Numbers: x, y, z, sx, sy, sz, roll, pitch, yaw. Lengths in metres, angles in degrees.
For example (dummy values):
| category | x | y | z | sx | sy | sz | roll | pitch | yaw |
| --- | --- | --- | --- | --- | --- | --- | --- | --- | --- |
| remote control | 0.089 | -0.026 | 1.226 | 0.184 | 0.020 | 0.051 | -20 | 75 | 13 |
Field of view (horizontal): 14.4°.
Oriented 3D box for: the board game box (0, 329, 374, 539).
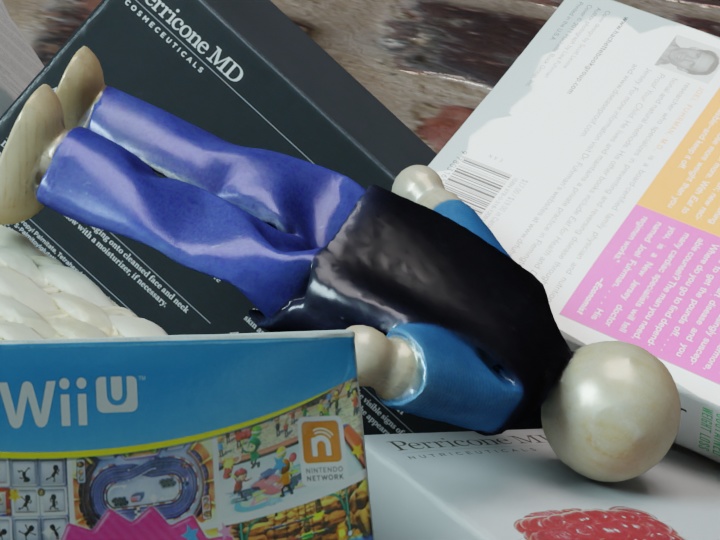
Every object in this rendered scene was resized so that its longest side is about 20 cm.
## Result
| category | x | y | z | sx | sy | sz | roll | pitch | yaw |
| --- | --- | --- | --- | --- | --- | --- | --- | --- | --- |
| board game box | -0.067 | 0.116 | 0.589 | 0.147 | 0.201 | 0.064 | -1 | -10 | -34 |

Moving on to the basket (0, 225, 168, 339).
| category | x | y | z | sx | sy | sz | roll | pitch | yaw |
| --- | --- | --- | --- | --- | --- | --- | --- | --- | --- |
| basket | -0.141 | 0.087 | 0.723 | 0.198 | 0.162 | 0.200 | -1 | 21 | -37 |

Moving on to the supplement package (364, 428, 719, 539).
| category | x | y | z | sx | sy | sz | roll | pitch | yaw |
| --- | --- | --- | --- | --- | --- | --- | --- | --- | --- |
| supplement package | 0.084 | 0.133 | 0.780 | 0.121 | 0.120 | 0.200 | 0 | 19 | -31 |

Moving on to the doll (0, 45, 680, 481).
| category | x | y | z | sx | sy | sz | roll | pitch | yaw |
| --- | --- | --- | --- | --- | --- | --- | --- | --- | --- |
| doll | 0.000 | 0.000 | 0.803 | 0.199 | 0.049 | 0.137 | 26 | 24 | 3 |

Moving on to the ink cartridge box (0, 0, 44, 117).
| category | x | y | z | sx | sy | sz | roll | pitch | yaw |
| --- | --- | --- | --- | --- | --- | --- | --- | --- | --- |
| ink cartridge box | -0.175 | -0.102 | 1.060 | 0.200 | 0.050 | 0.161 | 52 | 5 | 40 |

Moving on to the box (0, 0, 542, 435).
| category | x | y | z | sx | sy | sz | roll | pitch | yaw |
| --- | --- | --- | --- | --- | --- | --- | --- | --- | --- |
| box | -0.036 | 0.005 | 0.957 | 0.200 | 0.141 | 0.079 | 43 | 17 | -5 |

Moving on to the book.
| category | x | y | z | sx | sy | sz | roll | pitch | yaw |
| --- | --- | --- | --- | --- | --- | --- | --- | --- | --- |
| book | 0.119 | -0.003 | 0.869 | 0.199 | 0.048 | 0.134 | 25 | 53 | 22 |
